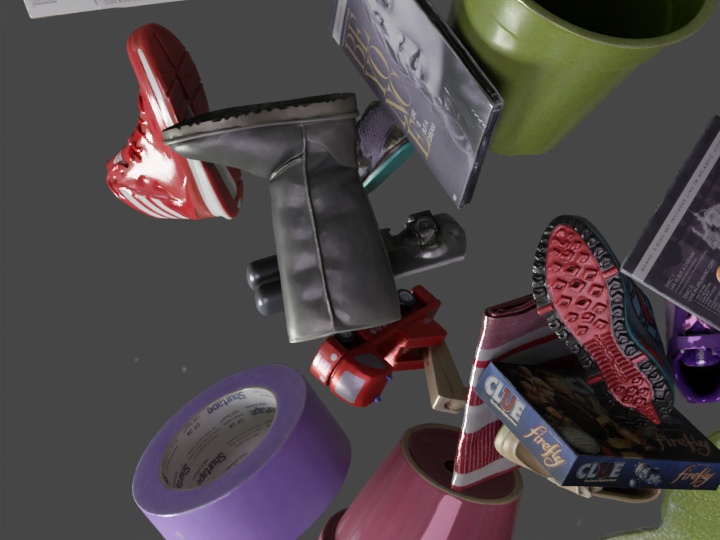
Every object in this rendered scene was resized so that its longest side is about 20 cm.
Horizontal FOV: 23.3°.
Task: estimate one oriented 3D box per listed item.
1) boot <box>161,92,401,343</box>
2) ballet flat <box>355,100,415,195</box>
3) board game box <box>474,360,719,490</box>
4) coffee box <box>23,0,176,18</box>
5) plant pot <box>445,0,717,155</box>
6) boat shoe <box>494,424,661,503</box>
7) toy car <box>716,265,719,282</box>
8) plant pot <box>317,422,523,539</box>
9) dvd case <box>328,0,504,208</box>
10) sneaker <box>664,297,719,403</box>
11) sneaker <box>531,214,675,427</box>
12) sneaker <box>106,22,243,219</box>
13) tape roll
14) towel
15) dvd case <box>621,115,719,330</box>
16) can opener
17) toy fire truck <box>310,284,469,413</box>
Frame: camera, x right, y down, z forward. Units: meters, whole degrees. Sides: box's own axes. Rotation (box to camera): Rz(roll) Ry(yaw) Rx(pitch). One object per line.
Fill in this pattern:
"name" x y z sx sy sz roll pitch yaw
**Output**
"boot" -0.066 -0.040 1.460 0.181 0.073 0.201 -6 104 5
"ballet flat" -0.018 -0.078 1.536 0.072 0.072 0.200 31 129 -10
"board game box" 0.213 0.137 1.527 0.200 0.136 0.035 7 118 -40
"coffee box" -0.168 -0.271 1.384 0.199 0.113 0.080 -5 126 18
"plant pot" 0.141 -0.190 1.334 0.200 0.200 0.190 25 142 -5
"boat shoe" 0.205 0.172 1.604 0.200 0.065 0.072 22 109 -42
"toy car" 0.364 -0.034 1.341 0.177 0.184 0.200 26 109 -7
"plant pot" 0.068 0.258 1.698 0.199 0.200 0.179 22 114 -2
"dvd case" 0.038 -0.163 1.365 0.200 0.016 0.149 56 159 21
"sneaker" 0.297 0.036 1.514 0.080 0.089 0.201 0 126 17
"sneaker" 0.209 0.036 1.511 0.079 0.096 0.200 -20 106 20
"sneaker" -0.190 -0.119 1.534 0.115 0.078 0.200 -9 123 20
"tape roll" -0.114 0.188 1.674 0.200 0.200 0.085 -20 119 28
"towel" 0.154 0.103 1.574 0.023 0.144 0.200 42 136 41
"dvd case" 0.338 -0.012 1.431 0.200 0.016 0.149 31 93 3
"can opener" 0.000 0.000 1.538 0.199 0.053 0.067 -16 149 -10
"toy fire truck" 0.065 0.084 1.580 0.141 0.200 0.049 42 132 18
